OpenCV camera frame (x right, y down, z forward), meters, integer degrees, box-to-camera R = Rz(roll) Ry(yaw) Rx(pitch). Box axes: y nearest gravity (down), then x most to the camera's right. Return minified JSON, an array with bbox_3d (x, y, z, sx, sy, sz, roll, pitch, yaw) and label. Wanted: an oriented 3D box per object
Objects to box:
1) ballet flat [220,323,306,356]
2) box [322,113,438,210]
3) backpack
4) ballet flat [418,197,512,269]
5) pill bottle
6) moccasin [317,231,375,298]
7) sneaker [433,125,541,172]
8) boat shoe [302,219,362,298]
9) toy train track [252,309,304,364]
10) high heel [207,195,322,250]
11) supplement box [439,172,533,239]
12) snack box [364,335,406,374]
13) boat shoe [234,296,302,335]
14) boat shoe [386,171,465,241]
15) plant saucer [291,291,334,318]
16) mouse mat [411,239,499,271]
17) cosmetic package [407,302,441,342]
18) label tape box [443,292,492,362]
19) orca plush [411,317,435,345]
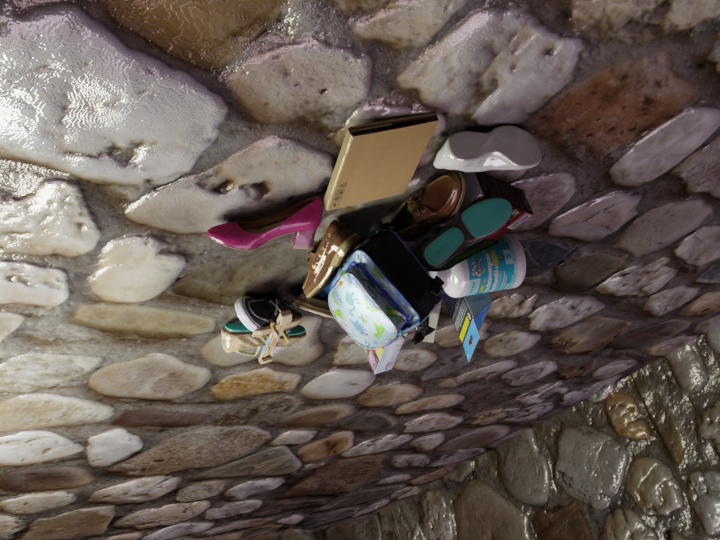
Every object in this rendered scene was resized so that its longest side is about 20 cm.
[{"bbox_3d":[-0.210,0.150,1.896,0.196,0.070,0.067,4,108,-28],"label":"ballet flat"},{"bbox_3d":[0.031,-0.179,1.470,0.161,0.022,0.201,-15,153,-24],"label":"box"},{"bbox_3d":[0.028,0.048,1.605,0.147,0.183,0.200,-41,176,-30],"label":"backpack"},{"bbox_3d":[0.185,-0.072,1.609,0.198,0.069,0.068,-31,-179,-9],"label":"ballet flat"},{"bbox_3d":[0.232,-0.006,1.811,0.196,0.113,0.111,-9,153,-18],"label":"pill bottle"},{"bbox_3d":[0.000,0.000,1.744,0.198,0.082,0.068,-32,150,26],"label":"moccasin"},{"bbox_3d":[0.219,-0.202,1.537,0.196,0.077,0.088,-1,162,-24],"label":"sneaker"},{"bbox_3d":[-0.065,-0.022,1.677,0.072,0.068,0.201,-37,169,-43],"label":"boat shoe"},{"bbox_3d":[-0.172,0.147,1.804,0.113,0.033,0.201,-15,154,-29],"label":"toy train track"},{"bbox_3d":[-0.162,-0.090,1.506,0.196,0.068,0.098,-2,120,-26],"label":"high heel"},{"bbox_3d":[0.236,-0.121,1.701,0.108,0.062,0.198,-36,151,31],"label":"supplement box"},{"bbox_3d":[0.042,0.120,1.939,0.052,0.144,0.201,-13,153,-16],"label":"snack box"},{"bbox_3d":[-0.181,0.086,1.794,0.067,0.073,0.199,-28,155,17],"label":"boat shoe"},{"bbox_3d":[0.117,-0.111,1.620,0.067,0.073,0.200,-2,149,-35],"label":"boat shoe"},{"bbox_3d":[-0.044,0.078,1.806,0.196,0.030,0.200,14,-179,0],"label":"plant saucer"},{"bbox_3d":[0.155,-0.032,1.711,0.159,0.008,0.198,4,-158,44],"label":"mouse mat"},{"bbox_3d":[0.135,0.069,1.932,0.085,0.105,0.201,8,153,5],"label":"cosmetic package"},{"bbox_3d":[0.236,0.075,1.921,0.062,0.203,0.145,-16,155,-11],"label":"label tape box"},{"bbox_3d":[0.086,0.060,1.787,0.103,0.204,0.071,-11,-164,11],"label":"orca plush"}]
